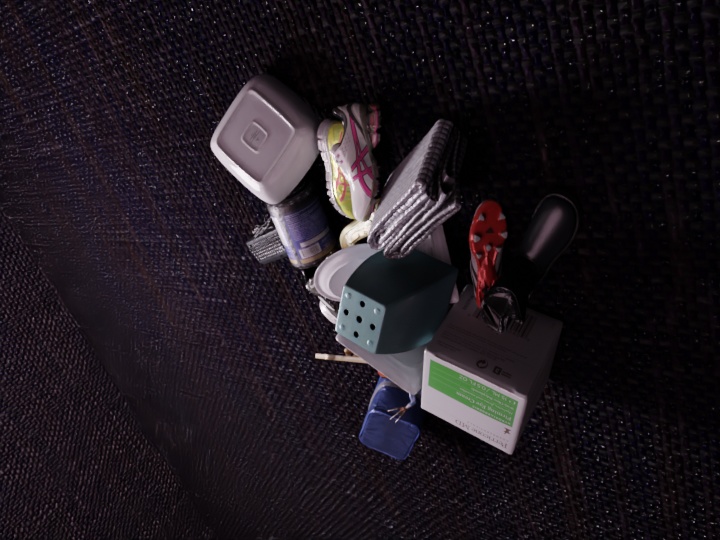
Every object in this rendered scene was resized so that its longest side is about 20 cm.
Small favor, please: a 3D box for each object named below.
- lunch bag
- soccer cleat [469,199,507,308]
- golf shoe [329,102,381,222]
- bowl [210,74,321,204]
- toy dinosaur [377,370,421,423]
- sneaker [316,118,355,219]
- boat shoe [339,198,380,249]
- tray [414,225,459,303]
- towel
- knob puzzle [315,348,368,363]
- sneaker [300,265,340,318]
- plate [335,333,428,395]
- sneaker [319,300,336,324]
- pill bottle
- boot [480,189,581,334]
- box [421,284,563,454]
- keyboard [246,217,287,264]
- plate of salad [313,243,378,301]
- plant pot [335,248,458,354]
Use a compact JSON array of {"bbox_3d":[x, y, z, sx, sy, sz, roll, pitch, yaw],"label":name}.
[{"bbox_3d":[0.083,0.351,1.471,0.133,0.134,0.202,22,138,3],"label":"lunch bag"},{"bbox_3d":[0.220,-0.027,1.065,0.067,0.085,0.205,-7,108,-2],"label":"soccer cleat"},{"bbox_3d":[-0.010,-0.187,1.056,0.073,0.090,0.206,-162,72,-83],"label":"golf shoe"},{"bbox_3d":[-0.184,-0.252,1.151,0.199,0.075,0.201,42,104,8],"label":"bowl"},{"bbox_3d":[0.134,0.242,1.344,0.180,0.105,0.201,33,109,-11],"label":"toy dinosaur"},{"bbox_3d":[-0.016,-0.185,1.136,0.089,0.078,0.203,4,128,32],"label":"sneaker"},{"bbox_3d":[0.016,-0.071,1.188,0.201,0.072,0.064,-43,64,55],"label":"boat shoe"},{"bbox_3d":[0.115,-0.031,1.132,0.106,0.022,0.205,-10,97,38],"label":"tray"},{"bbox_3d":[0.099,-0.130,1.002,0.084,0.168,0.200,30,142,-12],"label":"towel"},{"bbox_3d":[-0.014,0.187,1.331,0.216,0.217,0.031,-3,78,43],"label":"knob puzzle"},{"bbox_3d":[-0.076,0.042,1.331,0.066,0.090,0.201,-43,66,14],"label":"sneaker"},{"bbox_3d":[0.073,0.147,1.258,0.198,0.199,0.033,34,121,15],"label":"plate"},{"bbox_3d":[-0.006,0.111,1.386,0.199,0.078,0.100,41,138,5],"label":"sneaker"},{"bbox_3d":[-0.130,-0.116,1.270,0.110,0.112,0.203,3,125,40],"label":"pill bottle"},{"bbox_3d":[0.267,-0.008,0.956,0.076,0.168,0.202,31,139,16],"label":"boot"},{"bbox_3d":[0.238,0.177,1.118,0.196,0.200,0.174,22,138,24],"label":"box"},{"bbox_3d":[-0.222,-0.067,1.456,0.198,0.040,0.105,-18,111,48],"label":"keyboard"},{"bbox_3d":[0.000,0.000,1.232,0.195,0.049,0.202,-9,146,-6],"label":"plate of salad"},{"bbox_3d":[0.053,0.058,1.063,0.139,0.198,0.144,26,118,28],"label":"plant pot"}]
